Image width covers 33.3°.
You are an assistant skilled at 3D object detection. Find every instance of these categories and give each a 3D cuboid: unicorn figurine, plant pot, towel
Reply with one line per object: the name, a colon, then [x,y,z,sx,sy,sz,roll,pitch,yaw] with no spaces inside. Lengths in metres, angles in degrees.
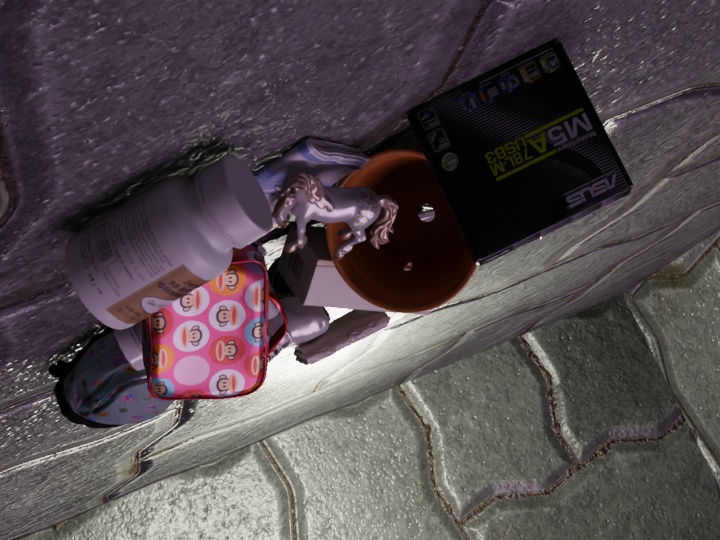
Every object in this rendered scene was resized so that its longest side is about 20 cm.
unicorn figurine: [-0.046,-0.068,1.386,0.198,0.074,0.138,-11,154,-28]
plant pot: [0.070,-0.062,1.519,0.199,0.201,0.140,-29,-176,21]
towel: [-0.098,-0.092,1.408,0.199,0.024,0.147,-30,166,22]
towel: [-0.034,0.089,1.699,0.132,0.035,0.200,-27,-177,-10]

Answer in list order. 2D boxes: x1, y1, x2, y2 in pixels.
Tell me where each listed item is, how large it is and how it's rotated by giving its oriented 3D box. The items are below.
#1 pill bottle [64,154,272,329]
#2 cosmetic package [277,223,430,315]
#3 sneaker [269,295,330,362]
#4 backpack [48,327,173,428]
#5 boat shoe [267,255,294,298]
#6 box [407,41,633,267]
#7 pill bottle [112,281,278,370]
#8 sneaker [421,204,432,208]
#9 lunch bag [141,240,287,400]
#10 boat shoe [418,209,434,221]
pill bottle: [-0.195,-0.032,1.244,0.199,0.115,0.114,-29,167,16]
cosmetic package: [0.000,0.000,1.623,0.198,0.104,0.074,4,118,-31]
sneaker: [-0.132,0.098,1.590,0.198,0.075,0.087,-20,-149,11]
backpack: [-0.323,0.144,1.703,0.166,0.128,0.200,-8,156,-45]
boat shoe: [-0.046,-0.018,1.699,0.199,0.071,0.070,-31,-174,-22]
box: [0.181,-0.133,1.381,0.198,0.195,0.048,-24,167,2]
pill bottle: [-0.214,0.048,1.548,0.198,0.113,0.112,-26,168,1]
sneaker: [0.155,-0.134,1.662,0.198,0.076,0.079,-14,177,-13]
lunch bag: [-0.174,0.059,1.450,0.174,0.082,0.202,-2,119,-13]
boat shoe: [0.048,-0.024,1.867,0.199,0.070,0.071,-33,164,30]
